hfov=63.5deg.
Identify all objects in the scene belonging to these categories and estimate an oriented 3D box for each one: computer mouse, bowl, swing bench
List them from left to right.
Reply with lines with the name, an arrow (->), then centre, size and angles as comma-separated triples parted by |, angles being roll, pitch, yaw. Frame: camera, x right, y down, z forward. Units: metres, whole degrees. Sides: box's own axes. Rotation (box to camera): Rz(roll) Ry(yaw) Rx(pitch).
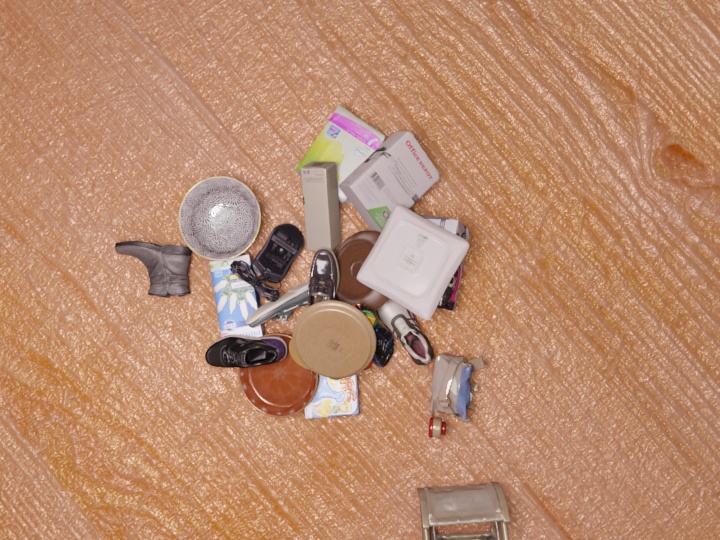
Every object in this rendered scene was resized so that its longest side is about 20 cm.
bowl -> -0.332, -0.120, 1.423 | 0.197, 0.094, 0.204 | 0, 85, 2
computer mouse -> -0.215, -0.029, 1.415 | 0.138, 0.053, 0.201 | 37, 61, -5
swing bench -> 0.240, 0.608, 1.347 | 0.195, 0.130, 0.204 | -5, 85, 1

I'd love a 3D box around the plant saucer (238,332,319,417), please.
plant saucer -> -0.194, 0.248, 1.392 | 0.197, 0.032, 0.204 | 1, 94, 9

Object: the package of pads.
package of pads -> -0.043, -0.283, 1.446 | 0.153, 0.068, 0.201 | 34, 88, 4

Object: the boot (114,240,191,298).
boot -> -0.515, -0.002, 1.434 | 0.197, 0.070, 0.134 | 6, 91, 6

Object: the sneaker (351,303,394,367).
sneaker -> 0.015, 0.151, 1.392 | 0.075, 0.078, 0.201 | -47, 122, -29

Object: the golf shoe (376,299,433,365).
golf shoe -> 0.111, 0.138, 1.404 | 0.077, 0.088, 0.201 | -39, 85, 0

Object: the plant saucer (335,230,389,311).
plant saucer -> 0.000, 0.000, 1.391 | 0.198, 0.036, 0.204 | -7, 77, 33

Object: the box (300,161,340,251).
box -> -0.093, -0.153, 1.387 | 0.067, 0.082, 0.203 | 4, 111, 16

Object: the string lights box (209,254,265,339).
string lights box -> -0.300, 0.071, 1.427 | 0.101, 0.059, 0.203 | -11, 86, -2

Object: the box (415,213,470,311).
box -> 0.171, -0.019, 1.378 | 0.130, 0.114, 0.203 | 10, 86, 28

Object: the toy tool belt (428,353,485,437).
toy tool belt -> 0.228, 0.299, 1.374 | 0.121, 0.125, 0.204 | 5, 86, 9

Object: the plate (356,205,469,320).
plate -> 0.115, -0.023, 1.310 | 0.198, 0.032, 0.202 | 30, 89, 17

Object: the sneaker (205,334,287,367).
sneaker -> -0.274, 0.189, 1.339 | 0.197, 0.088, 0.077 | -8, 94, 10

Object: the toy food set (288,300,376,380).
toy food set -> -0.057, 0.158, 1.307 | 0.195, 0.049, 0.202 | 19, 113, 0

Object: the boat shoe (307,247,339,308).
boat shoe -> -0.090, 0.050, 1.370 | 0.071, 0.065, 0.203 | 7, 100, 2

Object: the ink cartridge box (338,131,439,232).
ink cartridge box -> 0.070, -0.214, 1.396 | 0.200, 0.084, 0.147 | -44, 114, -11

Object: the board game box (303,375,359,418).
board game box -> -0.075, 0.253, 1.423 | 0.133, 0.034, 0.204 | -5, 86, 0

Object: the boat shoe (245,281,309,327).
boat shoe -> -0.181, 0.093, 1.396 | 0.199, 0.072, 0.063 | -31, 104, -28
